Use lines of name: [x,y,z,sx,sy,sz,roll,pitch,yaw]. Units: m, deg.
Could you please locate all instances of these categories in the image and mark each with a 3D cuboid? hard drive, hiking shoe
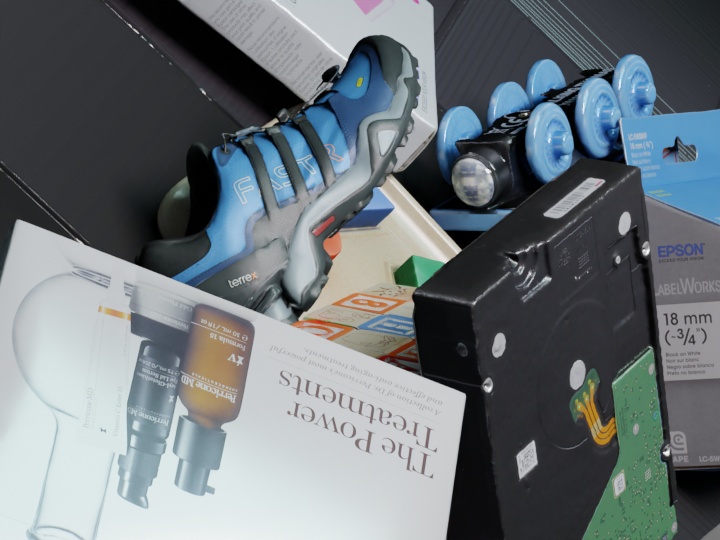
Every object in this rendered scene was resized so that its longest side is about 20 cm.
hard drive: [0.084,0.069,1.265,0.140,0.038,0.201,-38,128,-43]
hiking shoe: [-0.037,-0.050,1.405,0.087,0.074,0.200,34,57,-9]

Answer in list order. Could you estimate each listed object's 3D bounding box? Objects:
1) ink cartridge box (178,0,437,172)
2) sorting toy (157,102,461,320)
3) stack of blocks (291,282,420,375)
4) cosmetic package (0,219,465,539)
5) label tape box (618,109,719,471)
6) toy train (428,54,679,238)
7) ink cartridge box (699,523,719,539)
ink cartridge box: [-0.041,-0.164,1.627,0.200,0.043,0.197,39,21,-17]
sorting toy: [0.000,0.000,1.499,0.185,0.036,0.200,47,28,1]
stack of blocks: [0.016,0.061,1.304,0.115,0.059,0.200,10,16,25]
cosmetic package: [-0.064,0.084,1.118,0.199,0.052,0.151,21,52,-14]
label tape box: [0.216,0.006,1.663,0.144,0.063,0.201,-9,94,-58]
toy train: [0.114,-0.053,1.654,0.200,0.086,0.115,-32,115,-53]
ink cartridge box: [0.245,0.235,1.481,0.146,0.083,0.201,24,36,-36]
